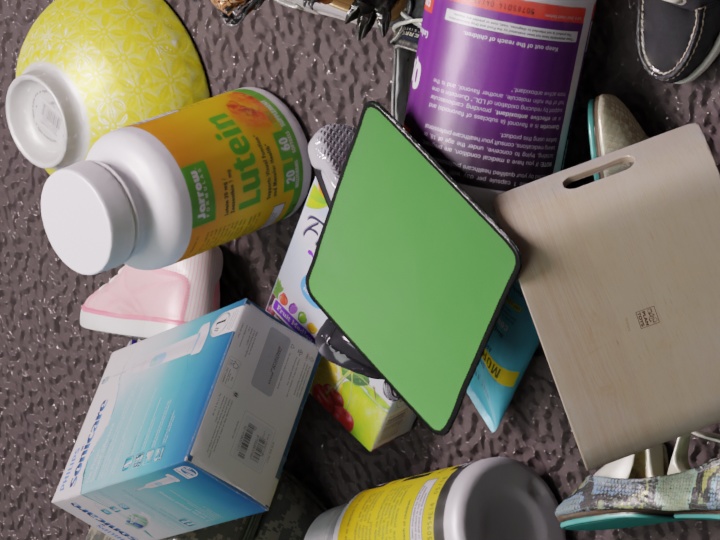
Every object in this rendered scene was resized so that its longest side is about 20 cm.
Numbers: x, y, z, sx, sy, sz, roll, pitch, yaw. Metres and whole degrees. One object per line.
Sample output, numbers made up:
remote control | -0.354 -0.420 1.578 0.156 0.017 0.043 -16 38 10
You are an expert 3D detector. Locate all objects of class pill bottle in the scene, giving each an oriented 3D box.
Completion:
pill bottle | 0.051 0.213 1.655 0.200 0.114 0.115 -20 93 48
pill bottle | -0.143 -0.065 1.668 0.111 0.200 0.112 21 122 39
pill bottle | 0.087 -0.110 1.446 0.112 0.112 0.201 21 106 39

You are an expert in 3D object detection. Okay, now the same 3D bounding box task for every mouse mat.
mouse mat | 0.031 0.001 1.460 0.161 0.008 0.200 48 143 24

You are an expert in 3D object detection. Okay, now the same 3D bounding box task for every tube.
tube | 0.112 0.026 1.564 0.078 0.050 0.200 63 146 34

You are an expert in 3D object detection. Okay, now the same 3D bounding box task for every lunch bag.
lunch bag | -0.120 0.238 1.826 0.167 0.140 0.200 33 145 -24

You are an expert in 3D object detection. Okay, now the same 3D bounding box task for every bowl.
bowl | -0.228 -0.136 1.795 0.200 0.107 0.201 21 122 38

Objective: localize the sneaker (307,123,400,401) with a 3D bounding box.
sneaker | 0.000 0.000 1.564 0.114 0.075 0.201 -36 82 42

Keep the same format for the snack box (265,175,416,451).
snack box | 0.005 0.019 1.661 0.142 0.053 0.200 42 132 23

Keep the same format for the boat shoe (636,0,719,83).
boat shoe | 0.204 -0.203 1.352 0.074 0.060 0.201 37 130 28

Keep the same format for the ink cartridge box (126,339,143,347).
ink cartridge box | -0.174 0.123 1.867 0.099 0.039 0.200 21 134 -12

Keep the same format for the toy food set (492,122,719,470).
toy food set | 0.184 0.021 1.415 0.143 0.060 0.201 -20 108 5

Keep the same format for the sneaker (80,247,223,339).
sneaker | -0.173 0.009 1.836 0.200 0.075 0.105 3 85 60

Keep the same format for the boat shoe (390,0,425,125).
boat shoe | 0.058 -0.162 1.513 0.072 0.071 0.201 19 119 40

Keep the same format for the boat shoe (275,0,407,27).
boat shoe | -0.041 -0.225 1.600 0.200 0.071 0.069 30 159 22

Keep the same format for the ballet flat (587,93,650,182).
ballet flat | 0.194 -0.026 1.454 0.062 0.067 0.201 -4 111 16

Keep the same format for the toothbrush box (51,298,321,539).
toothbrush box | -0.137 0.123 1.695 0.085 0.147 0.200 35 146 -27

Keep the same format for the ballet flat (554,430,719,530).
ballet flat | 0.216 0.145 1.502 0.200 0.074 0.075 -9 101 46

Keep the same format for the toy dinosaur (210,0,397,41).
toy dinosaur | -0.019 -0.234 1.479 0.102 0.199 0.136 60 177 32
